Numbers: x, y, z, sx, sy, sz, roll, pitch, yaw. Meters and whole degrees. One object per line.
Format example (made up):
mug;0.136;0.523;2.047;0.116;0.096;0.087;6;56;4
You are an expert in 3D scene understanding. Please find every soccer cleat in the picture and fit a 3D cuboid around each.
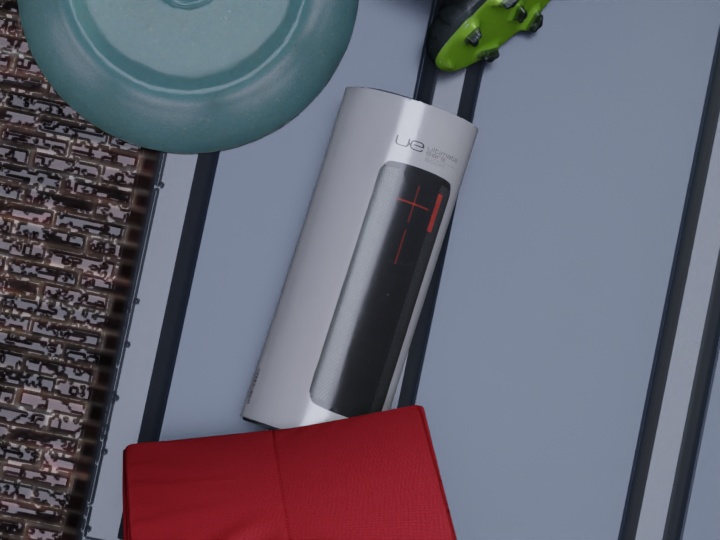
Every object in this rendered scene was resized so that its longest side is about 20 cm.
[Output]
soccer cleat;0.095;-0.203;1.427;0.081;0.068;0.200;39;90;24

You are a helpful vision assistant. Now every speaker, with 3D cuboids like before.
speaker;0.000;0.000;1.398;0.081;0.081;0.201;18;86;-1

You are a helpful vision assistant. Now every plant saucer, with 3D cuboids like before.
plant saucer;-0.099;-0.168;1.425;0.199;0.036;0.201;0;87;-2

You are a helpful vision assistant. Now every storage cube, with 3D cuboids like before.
storage cube;-0.029;0.196;1.305;0.170;0.180;0.201;-8;119;-3
